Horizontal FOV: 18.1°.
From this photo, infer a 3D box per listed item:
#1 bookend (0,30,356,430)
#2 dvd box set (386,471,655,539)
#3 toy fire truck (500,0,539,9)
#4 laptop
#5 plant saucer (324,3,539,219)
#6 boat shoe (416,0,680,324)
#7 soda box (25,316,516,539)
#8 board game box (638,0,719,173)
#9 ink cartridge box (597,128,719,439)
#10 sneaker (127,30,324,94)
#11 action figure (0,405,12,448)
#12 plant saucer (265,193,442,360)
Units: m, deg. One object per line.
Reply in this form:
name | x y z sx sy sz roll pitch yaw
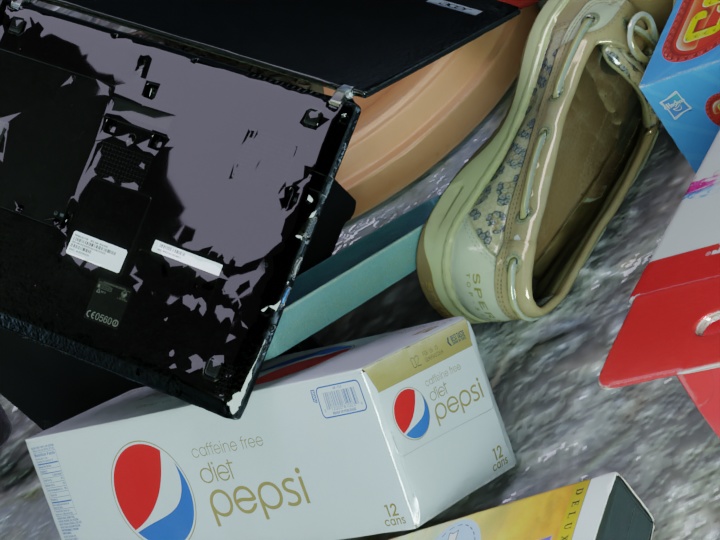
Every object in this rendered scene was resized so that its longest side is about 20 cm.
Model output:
bookend | -0.079 -0.037 1.084 0.198 0.092 0.201 -13 44 41
dvd box set | -0.002 0.151 0.771 0.199 0.029 0.147 -21 30 35
toy fire truck | 0.092 -0.187 1.123 0.168 0.112 0.200 -21 29 40
laptop | -0.062 -0.051 0.916 0.177 0.103 0.201 18 85 29
plant saucer | 0.002 -0.094 1.181 0.200 0.032 0.201 -31 25 16
boat shoe | 0.099 -0.059 0.953 0.063 0.073 0.201 7 61 49
soda box | -0.040 0.072 0.894 0.199 0.064 0.068 -13 8 42
board game box | 0.231 -0.140 0.915 0.195 0.056 0.200 -17 33 39
ink cartridge box | 0.170 -0.013 0.757 0.116 0.067 0.200 -15 30 41
sneaker | -0.106 -0.055 0.990 0.199 0.076 0.071 -3 51 15
action figure | -0.239 0.078 1.179 0.130 0.069 0.200 -55 24 -13
plant saucer | 0.000 0.000 0.953 0.070 0.019 0.200 -20 8 43
